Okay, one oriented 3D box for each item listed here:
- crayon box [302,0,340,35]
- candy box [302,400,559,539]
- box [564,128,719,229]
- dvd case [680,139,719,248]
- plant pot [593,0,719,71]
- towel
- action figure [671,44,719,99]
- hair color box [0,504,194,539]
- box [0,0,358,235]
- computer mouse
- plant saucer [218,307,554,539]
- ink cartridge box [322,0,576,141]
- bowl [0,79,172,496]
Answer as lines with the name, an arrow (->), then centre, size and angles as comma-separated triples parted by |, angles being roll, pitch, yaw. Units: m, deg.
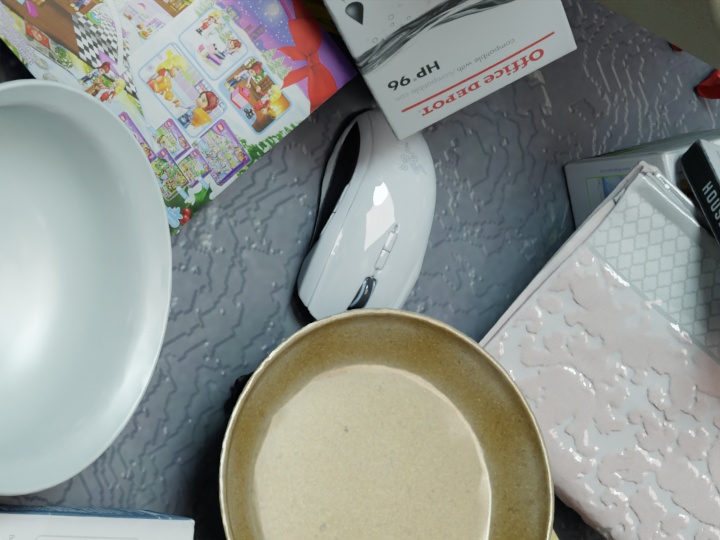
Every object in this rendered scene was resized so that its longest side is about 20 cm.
crayon box -> 0.010, -0.198, 1.070 | 0.199, 0.051, 0.128 | 13, 83, -30
candy box -> 0.013, 0.176, 1.064 | 0.200, 0.056, 0.117 | -38, 107, -28
box -> 0.218, 0.017, 1.166 | 0.112, 0.101, 0.202 | -14, 97, -30
dvd case -> 0.289, 0.006, 1.084 | 0.199, 0.025, 0.151 | 15, 41, -32
plant pot -> 0.176, -0.261, 0.971 | 0.200, 0.199, 0.177 | -46, 140, -8
towel -> 0.179, 0.069, 1.091 | 0.200, 0.032, 0.191 | 40, 103, 3
action figure -> 0.308, -0.195, 1.231 | 0.200, 0.099, 0.065 | -43, 111, -27
hair color box -> -0.189, 0.170, 0.936 | 0.199, 0.060, 0.101 | 7, 85, -32
box -> -0.114, -0.138, 0.974 | 0.137, 0.039, 0.200 | -40, 111, -2
computer mouse -> 0.000, 0.000, 1.065 | 0.109, 0.044, 0.201 | 21, 79, -29
plant saucer -> 0.011, 0.123, 1.014 | 0.199, 0.035, 0.202 | 6, 75, -22
ink cartridge box -> 0.042, -0.150, 0.981 | 0.115, 0.068, 0.200 | -27, 142, 4
bowl -> -0.190, 0.006, 0.903 | 0.201, 0.090, 0.203 | -10, 102, -55
